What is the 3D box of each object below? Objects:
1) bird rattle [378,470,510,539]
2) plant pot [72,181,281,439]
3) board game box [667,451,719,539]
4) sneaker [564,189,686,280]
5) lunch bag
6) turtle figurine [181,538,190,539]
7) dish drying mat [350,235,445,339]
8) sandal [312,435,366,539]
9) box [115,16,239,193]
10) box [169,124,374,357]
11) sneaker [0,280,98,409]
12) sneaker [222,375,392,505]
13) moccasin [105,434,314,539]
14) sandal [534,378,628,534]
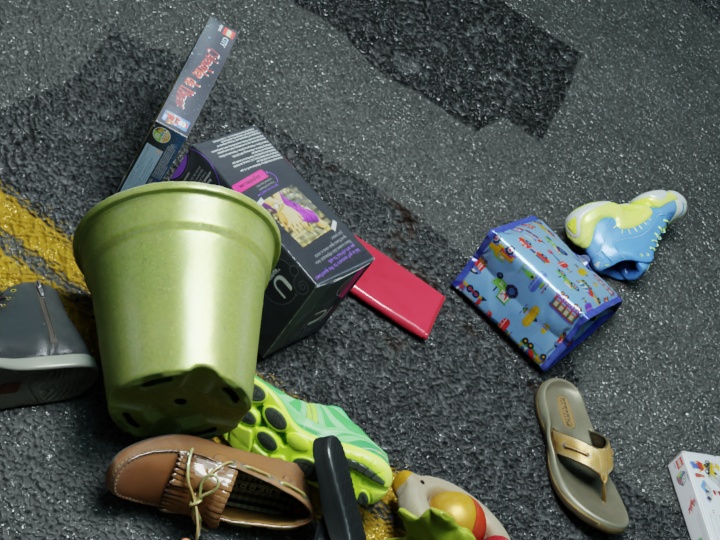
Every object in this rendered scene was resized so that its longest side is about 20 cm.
[{"bbox_3d":[0.107,0.259,1.568,0.199,0.113,0.163,15,29,-27],"label":"bird rattle"},{"bbox_3d":[-0.169,0.050,1.501,0.199,0.201,0.185,13,50,-24],"label":"plant pot"},{"bbox_3d":[0.425,0.299,1.793,0.126,0.035,0.201,11,47,-25],"label":"board game box"},{"bbox_3d":[0.346,-0.037,2.038,0.199,0.076,0.106,-11,71,-33],"label":"sneaker"},{"bbox_3d":[0.225,0.009,1.899,0.151,0.094,0.200,44,32,13],"label":"lunch bag"},{"bbox_3d":[-0.087,0.319,1.396,0.160,0.064,0.201,10,47,-27],"label":"turtle figurine"},{"bbox_3d":[0.000,0.000,1.794,0.199,0.018,0.077,34,41,-5],"label":"dish drying mat"},{"bbox_3d":[-0.023,0.255,1.493,0.075,0.048,0.202,34,42,-71],"label":"sandal"},{"bbox_3d":[-0.197,-0.162,1.718,0.038,0.137,0.200,28,41,-9],"label":"box"},{"bbox_3d":[-0.105,-0.033,1.668,0.200,0.122,0.106,49,38,14],"label":"box"},{"bbox_3d":[-0.342,0.066,1.461,0.199,0.075,0.106,4,46,-45],"label":"sneaker"},{"bbox_3d":[-0.059,0.161,1.575,0.199,0.074,0.084,32,14,1],"label":"sneaker"},{"bbox_3d":[-0.134,0.201,1.467,0.201,0.074,0.078,20,17,-30],"label":"moccasin"},{"bbox_3d":[0.242,0.193,1.751,0.080,0.054,0.201,10,47,-27],"label":"sandal"}]
